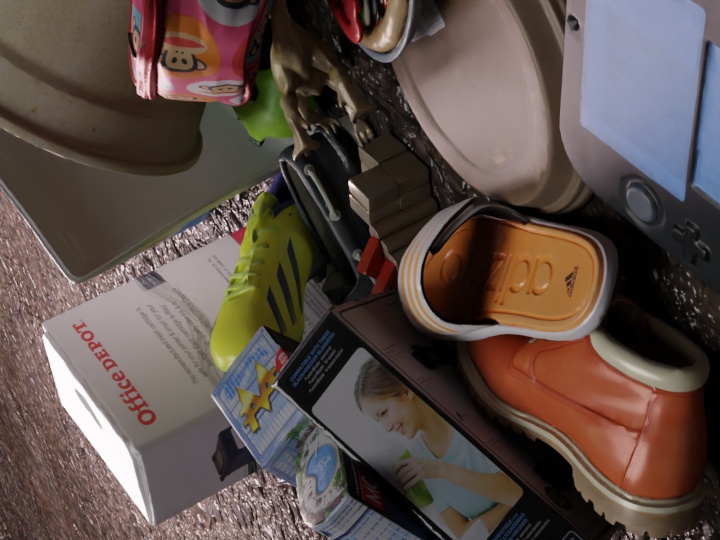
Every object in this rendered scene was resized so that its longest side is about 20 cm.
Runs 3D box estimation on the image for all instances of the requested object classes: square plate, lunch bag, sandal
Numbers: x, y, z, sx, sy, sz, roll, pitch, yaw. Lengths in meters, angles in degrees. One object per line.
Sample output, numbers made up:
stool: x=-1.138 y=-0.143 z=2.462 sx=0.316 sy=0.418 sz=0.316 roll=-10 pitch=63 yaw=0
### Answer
square plate: x=-0.154 y=-0.090 z=1.438 sx=0.198 sy=0.199 sz=0.029 roll=46 pitch=159 yaw=38
lunch bag: x=-0.082 y=-0.193 z=1.140 sx=0.176 sy=0.081 sz=0.201 roll=129 pitch=146 yaw=-83
sandal: x=0.066 y=-0.005 z=1.139 sx=0.206 sy=0.059 sz=0.080 roll=0 pitch=72 yaw=64

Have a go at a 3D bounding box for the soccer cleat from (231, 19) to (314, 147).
soccer cleat: x=-0.090 y=-0.164 z=1.406 sx=0.200 sy=0.067 sz=0.081 roll=45 pitch=137 yaw=36

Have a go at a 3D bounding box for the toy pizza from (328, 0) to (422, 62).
toy pizza: x=-0.014 y=-0.210 z=1.138 sx=0.200 sy=0.032 sz=0.201 roll=165 pitch=90 yaw=-76

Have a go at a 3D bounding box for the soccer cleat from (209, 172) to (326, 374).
soccer cleat: x=-0.063 y=-0.003 z=1.376 sx=0.200 sy=0.064 sz=0.084 roll=-66 pitch=-37 yaw=-57

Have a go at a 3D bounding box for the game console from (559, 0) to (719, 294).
game console: x=0.156 y=-0.076 z=0.949 sx=0.177 sy=0.031 sz=0.201 roll=47 pitch=154 yaw=35

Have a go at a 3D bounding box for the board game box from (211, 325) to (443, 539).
board game box: x=0.008 y=0.126 z=1.249 sx=0.199 sy=0.062 sz=0.200 roll=32 pitch=-162 yaw=-17

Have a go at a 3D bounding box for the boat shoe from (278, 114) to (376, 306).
boat shoe: x=0.000 y=0.000 z=1.368 sx=0.076 sy=0.060 sz=0.201 roll=11 pitch=124 yaw=65

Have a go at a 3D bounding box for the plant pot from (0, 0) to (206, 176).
plant pot: x=-0.154 y=-0.190 z=1.301 sx=0.200 sy=0.200 sz=0.184 roll=46 pitch=118 yaw=38

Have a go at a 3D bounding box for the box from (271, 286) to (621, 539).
box: x=0.056 y=0.101 z=1.203 sx=0.200 sy=0.060 sz=0.117 roll=41 pitch=-163 yaw=10

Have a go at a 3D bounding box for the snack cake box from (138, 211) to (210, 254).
snack cake box: x=-0.164 y=-0.079 z=1.592 sx=0.067 sy=0.115 sz=0.200 roll=58 pitch=159 yaw=12

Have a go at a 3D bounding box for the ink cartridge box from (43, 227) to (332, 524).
ink cartridge box: x=-0.101 y=0.065 z=1.466 sx=0.145 sy=0.199 sz=0.085 roll=46 pitch=153 yaw=38

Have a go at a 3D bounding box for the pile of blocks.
pile of blocks: x=0.036 y=0.017 z=1.301 sx=0.201 sy=0.062 sz=0.082 roll=62 pitch=159 yaw=6

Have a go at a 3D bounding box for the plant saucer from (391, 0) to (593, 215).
plant saucer: x=0.063 y=-0.118 z=1.129 sx=0.200 sy=0.029 sz=0.201 roll=51 pitch=156 yaw=32

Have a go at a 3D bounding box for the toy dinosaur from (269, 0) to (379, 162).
toy dinosaur: x=-0.036 y=-0.122 z=1.220 sx=0.102 sy=0.058 sz=0.200 roll=63 pitch=-179 yaw=14

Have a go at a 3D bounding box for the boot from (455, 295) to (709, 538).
boot: x=0.123 y=0.047 z=1.139 sx=0.200 sy=0.075 sz=0.108 roll=39 pitch=136 yaw=48
